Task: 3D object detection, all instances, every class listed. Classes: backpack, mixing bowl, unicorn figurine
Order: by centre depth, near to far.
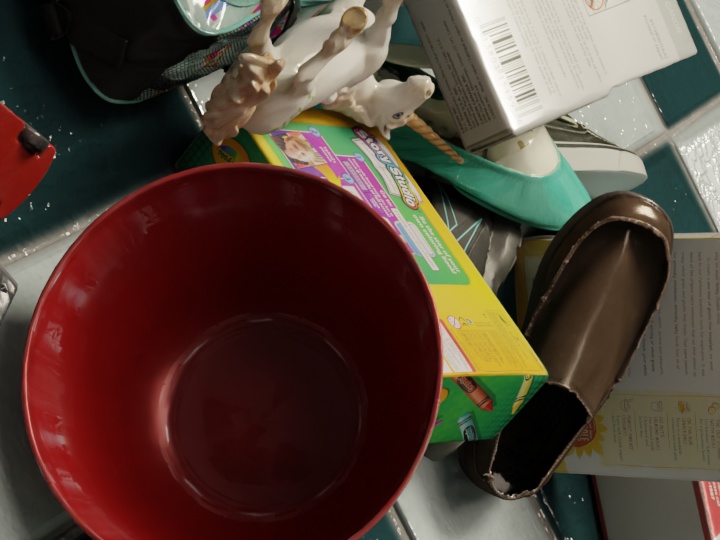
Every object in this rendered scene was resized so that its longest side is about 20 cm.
[{"bbox_3d":[-0.055,0.059,1.093,0.108,0.199,0.201,70,7,-73],"label":"mixing bowl"},{"bbox_3d":[-0.012,-0.113,1.194,0.199,0.138,0.074,-14,59,-37],"label":"unicorn figurine"},{"bbox_3d":[-0.082,-0.201,1.220,0.176,0.153,0.200,61,29,3],"label":"backpack"}]

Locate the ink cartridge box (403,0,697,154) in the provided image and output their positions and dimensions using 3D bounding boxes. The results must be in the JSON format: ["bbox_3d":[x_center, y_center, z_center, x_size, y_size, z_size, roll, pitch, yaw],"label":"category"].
[{"bbox_3d":[0.093,-0.188,1.314,0.173,0.043,0.201,-24,92,-41],"label":"ink cartridge box"}]

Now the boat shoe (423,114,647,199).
[{"bbox_3d":[0.114,-0.083,1.459,0.199,0.071,0.064,6,66,-48],"label":"boat shoe"}]

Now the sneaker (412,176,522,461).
[{"bbox_3d":[0.041,0.024,1.319,0.079,0.075,0.201,30,41,-19],"label":"sneaker"}]

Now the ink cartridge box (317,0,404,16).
[{"bbox_3d":[0.009,-0.261,1.354,0.145,0.084,0.201,-27,105,-42],"label":"ink cartridge box"}]

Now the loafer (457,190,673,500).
[{"bbox_3d":[0.124,0.052,1.287,0.073,0.201,0.071,21,16,-11],"label":"loafer"}]

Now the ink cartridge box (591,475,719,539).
[{"bbox_3d":[0.249,0.191,1.456,0.199,0.084,0.145,16,57,-47],"label":"ink cartridge box"}]

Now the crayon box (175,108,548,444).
[{"bbox_3d":[0.000,0.000,1.220,0.118,0.058,0.200,2,47,-50],"label":"crayon box"}]

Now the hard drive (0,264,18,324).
[{"bbox_3d":[-0.248,-0.009,0.984,0.200,0.042,0.135,44,41,-25],"label":"hard drive"}]

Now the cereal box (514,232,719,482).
[{"bbox_3d":[0.185,0.050,1.332,0.039,0.199,0.145,-9,98,-54],"label":"cereal box"}]

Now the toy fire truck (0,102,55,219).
[{"bbox_3d":[-0.233,-0.105,1.025,0.141,0.049,0.200,40,-2,26],"label":"toy fire truck"}]

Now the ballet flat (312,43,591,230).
[{"bbox_3d":[0.060,-0.086,1.333,0.199,0.071,0.068,23,40,-13],"label":"ballet flat"}]
